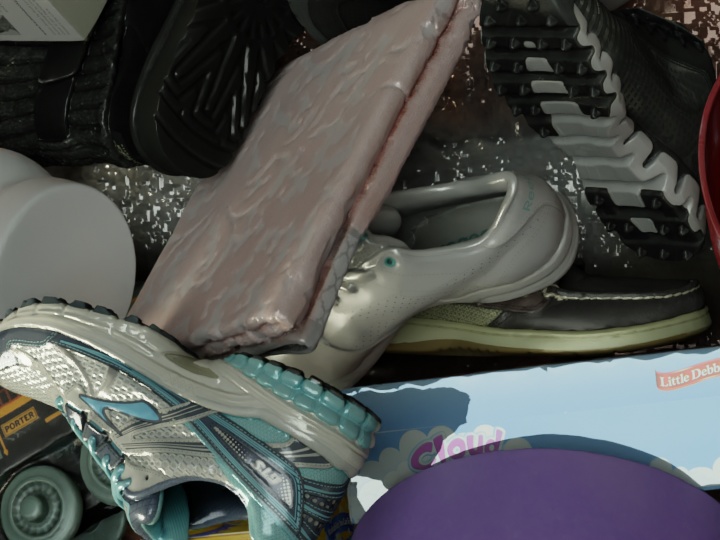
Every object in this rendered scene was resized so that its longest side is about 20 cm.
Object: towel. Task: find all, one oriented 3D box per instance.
[{"bbox_3d":[-0.034,-0.036,1.058,0.032,0.200,0.192,35,67,-20],"label":"towel"}]

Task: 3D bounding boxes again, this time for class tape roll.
[{"bbox_3d":[0.088,0.177,1.039,0.199,0.200,0.085,-7,45,15],"label":"tape roll"}]

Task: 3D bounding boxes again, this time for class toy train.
[{"bbox_3d":[-0.126,0.072,1.163,0.200,0.085,0.114,-31,73,13],"label":"toy train"}]

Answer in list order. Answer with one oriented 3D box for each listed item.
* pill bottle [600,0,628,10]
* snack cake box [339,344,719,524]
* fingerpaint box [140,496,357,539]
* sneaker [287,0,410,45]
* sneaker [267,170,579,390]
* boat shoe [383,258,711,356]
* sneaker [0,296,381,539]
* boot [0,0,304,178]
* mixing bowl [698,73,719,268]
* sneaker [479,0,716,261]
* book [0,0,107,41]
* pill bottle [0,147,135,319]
[{"bbox_3d":[0.079,-0.228,1.086,0.116,0.116,0.200,-46,79,11],"label":"pill bottle"},{"bbox_3d":[0.100,0.077,1.081,0.199,0.115,0.068,-7,88,15],"label":"snack cake box"},{"bbox_3d":[-0.041,0.198,1.075,0.073,0.200,0.168,-8,87,14],"label":"fingerpaint box"},{"bbox_3d":[0.008,-0.167,1.071,0.082,0.200,0.073,24,62,24],"label":"sneaker"},{"bbox_3d":[0.000,0.000,1.060,0.199,0.088,0.076,-27,65,14],"label":"sneaker"},{"bbox_3d":[0.073,0.008,1.111,0.200,0.072,0.066,-2,95,20],"label":"boat shoe"},{"bbox_3d":[-0.094,0.071,0.981,0.199,0.078,0.087,13,73,31],"label":"sneaker"},{"bbox_3d":[-0.107,-0.140,1.157,0.157,0.079,0.212,7,59,44],"label":"boot"},{"bbox_3d":[0.243,-0.017,1.027,0.199,0.109,0.201,2,61,-4],"label":"mixing bowl"},{"bbox_3d":[0.119,-0.094,1.053,0.066,0.200,0.091,5,59,38],"label":"sneaker"},{"bbox_3d":[-0.238,-0.171,1.124,0.199,0.134,0.048,9,64,40],"label":"book"},{"bbox_3d":[-0.215,-0.011,1.134,0.199,0.116,0.117,11,93,39],"label":"pill bottle"}]
